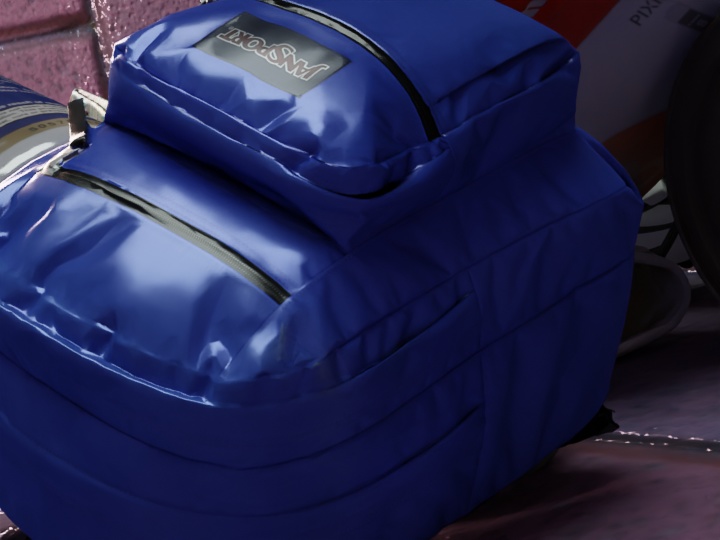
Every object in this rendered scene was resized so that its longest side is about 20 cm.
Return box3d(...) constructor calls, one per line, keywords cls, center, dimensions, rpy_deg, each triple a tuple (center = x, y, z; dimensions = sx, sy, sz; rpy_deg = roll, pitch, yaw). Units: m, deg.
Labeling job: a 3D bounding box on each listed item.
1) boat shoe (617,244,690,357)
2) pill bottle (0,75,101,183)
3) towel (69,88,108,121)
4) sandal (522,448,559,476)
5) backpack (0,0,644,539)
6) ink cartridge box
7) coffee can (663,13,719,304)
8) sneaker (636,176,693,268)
box3d(cls="boat shoe", center=(0.065, 0.023, 0.783), dimensions=(0.201, 0.075, 0.086), rpy_deg=(-6, 5, -39))
box3d(cls="pill bottle", center=(-0.159, -0.024, 0.724), dimensions=(0.110, 0.112, 0.199), rpy_deg=(-18, 29, -36))
box3d(cls="towel", center=(-0.127, -0.004, 0.900), dimensions=(0.022, 0.148, 0.200), rpy_deg=(21, 5, -32))
box3d(cls="sandal", center=(-0.022, 0.058, 0.703), dimensions=(0.199, 0.058, 0.080), rpy_deg=(8, 46, 18))
box3d(cls="backpack", center=(-0.029, 0.000, 0.588), dimensions=(0.162, 0.169, 0.200), rpy_deg=(23, 41, 34))
box3d(cls="ink cartridge box", center=(0.095, -0.075, 0.768), dimensions=(0.199, 0.050, 0.162), rpy_deg=(-16, -25, -50))
box3d(cls="coffee can", center=(0.242, -0.058, 0.766), dimensions=(0.199, 0.148, 0.146), rpy_deg=(-18, 10, -38))
box3d(cls="sneaker", center=(0.174, -0.029, 0.911), dimensions=(0.066, 0.090, 0.200), rpy_deg=(-45, -4, -41))
